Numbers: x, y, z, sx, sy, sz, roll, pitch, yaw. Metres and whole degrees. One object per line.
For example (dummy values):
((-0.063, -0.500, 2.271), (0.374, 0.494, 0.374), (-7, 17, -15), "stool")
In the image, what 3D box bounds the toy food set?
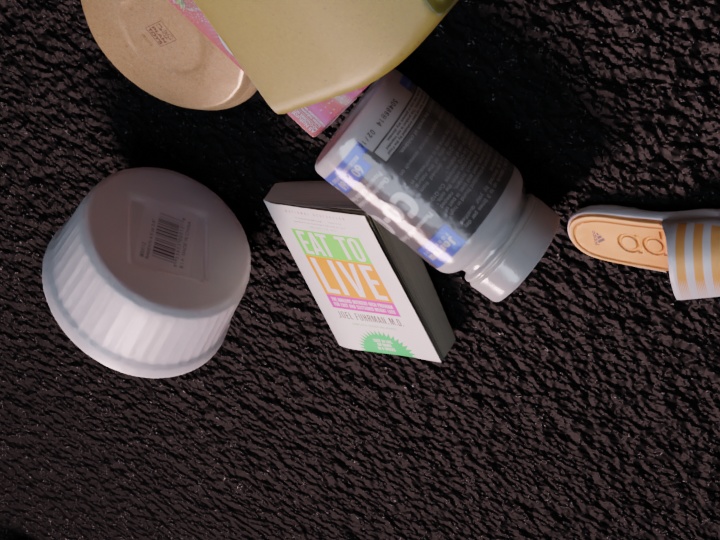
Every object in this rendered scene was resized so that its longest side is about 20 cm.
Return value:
((-0.169, -0.227, 1.619), (0.200, 0.049, 0.198), (40, 143, -10), "toy food set")

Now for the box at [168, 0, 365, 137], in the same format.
((-0.071, -0.222, 1.486), (0.200, 0.100, 0.095), (43, 116, -13), "box")

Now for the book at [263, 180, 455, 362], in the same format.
((0.000, 0.000, 1.758), (0.133, 0.048, 0.201), (6, 137, 37), "book")

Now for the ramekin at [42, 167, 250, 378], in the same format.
((-0.203, -0.005, 1.775), (0.200, 0.201, 0.098), (35, 136, -4), "ramekin")

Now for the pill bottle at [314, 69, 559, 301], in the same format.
((0.069, -0.071, 1.566), (0.199, 0.114, 0.114), (38, 143, -7), "pill bottle")

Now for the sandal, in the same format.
((0.265, -0.008, 1.538), (0.205, 0.059, 0.080), (5, 135, 32), "sandal")

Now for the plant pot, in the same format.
((-0.002, -0.252, 1.310), (0.199, 0.196, 0.195), (2, 136, 54), "plant pot")
